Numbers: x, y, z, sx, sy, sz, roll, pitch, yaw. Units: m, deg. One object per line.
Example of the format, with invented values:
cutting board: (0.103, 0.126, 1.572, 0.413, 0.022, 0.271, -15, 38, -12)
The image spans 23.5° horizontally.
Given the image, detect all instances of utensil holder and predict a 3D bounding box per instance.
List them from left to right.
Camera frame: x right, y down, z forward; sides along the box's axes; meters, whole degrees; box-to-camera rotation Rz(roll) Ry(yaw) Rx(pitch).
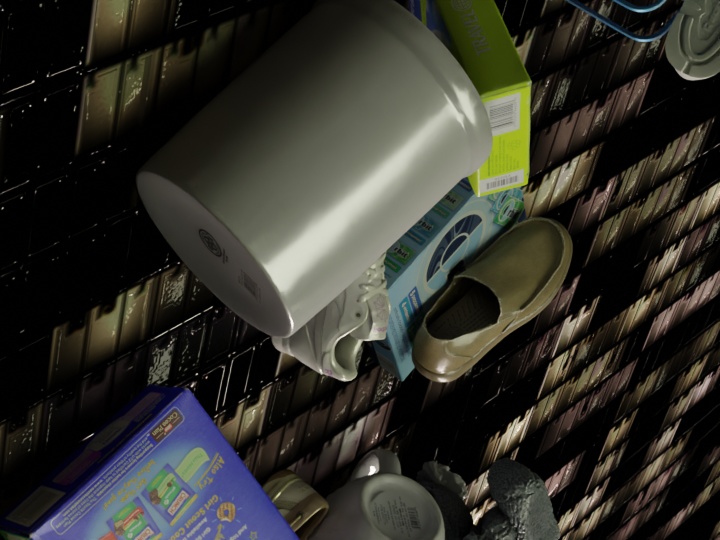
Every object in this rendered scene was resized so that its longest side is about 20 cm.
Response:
utensil holder: (-0.035, -0.076, 1.222, 0.200, 0.170, 0.170, -43, 153, -18)

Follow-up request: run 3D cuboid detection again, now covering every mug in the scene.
mug: (0.006, 0.269, 1.737, 0.200, 0.147, 0.175, -87, -159, -47)

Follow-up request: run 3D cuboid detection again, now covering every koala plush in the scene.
koala plush: (0.098, 0.295, 1.886, 0.177, 0.200, 0.184, -49, 137, -22)

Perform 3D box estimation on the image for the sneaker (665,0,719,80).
sneaker: (0.326, -0.253, 1.475, 0.200, 0.076, 0.080, -55, 167, 11)

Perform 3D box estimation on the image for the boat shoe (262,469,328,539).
boat shoe: (-0.102, 0.290, 1.670, 0.200, 0.065, 0.072, -57, 155, 4)

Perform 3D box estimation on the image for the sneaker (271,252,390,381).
sneaker: (0.000, 0.000, 1.452, 0.075, 0.100, 0.200, -12, 130, -53)

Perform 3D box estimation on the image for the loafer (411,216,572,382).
loafer: (0.127, 0.022, 1.623, 0.200, 0.076, 0.067, -48, 162, -15)

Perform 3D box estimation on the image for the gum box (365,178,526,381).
gum box: (0.077, -0.012, 1.635, 0.200, 0.045, 0.170, -48, 154, -16)

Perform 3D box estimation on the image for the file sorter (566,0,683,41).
file sorter: (0.229, -0.308, 1.446, 0.139, 0.123, 0.200, -48, 155, -13)

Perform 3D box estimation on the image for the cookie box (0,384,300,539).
cookie box: (-0.154, 0.219, 1.354, 0.171, 0.075, 0.200, -43, 111, -24)

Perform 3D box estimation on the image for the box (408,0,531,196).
box: (0.078, -0.171, 1.313, 0.048, 0.200, 0.122, -15, 146, -6)
